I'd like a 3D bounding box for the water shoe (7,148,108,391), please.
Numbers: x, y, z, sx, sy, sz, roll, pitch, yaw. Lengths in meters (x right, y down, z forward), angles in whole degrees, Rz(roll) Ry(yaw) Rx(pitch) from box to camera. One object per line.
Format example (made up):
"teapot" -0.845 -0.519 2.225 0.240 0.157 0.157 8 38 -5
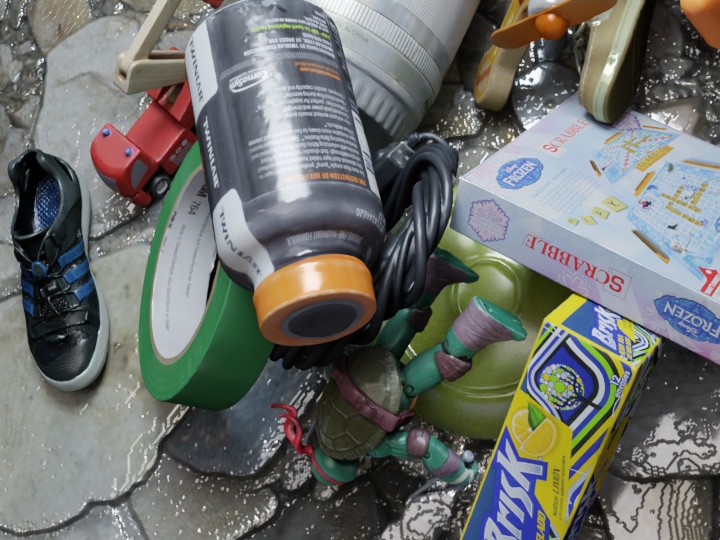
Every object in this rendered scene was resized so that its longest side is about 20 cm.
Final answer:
"water shoe" -0.260 -0.001 0.890 0.070 0.079 0.203 -17 70 11

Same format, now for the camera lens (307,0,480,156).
"camera lens" 0.007 -0.210 0.830 0.158 0.160 0.202 23 81 21

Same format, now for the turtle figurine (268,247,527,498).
"turtle figurine" 0.022 0.089 0.749 0.150 0.100 0.201 44 109 26

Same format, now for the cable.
"cable" 0.000 0.000 0.740 0.200 0.051 0.164 -46 24 20

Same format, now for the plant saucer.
"plant saucer" 0.096 0.022 0.805 0.196 0.031 0.204 -5 73 16

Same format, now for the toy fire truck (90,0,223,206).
"toy fire truck" -0.156 -0.157 0.873 0.049 0.141 0.201 38 87 23

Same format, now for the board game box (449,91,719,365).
"board game box" 0.191 -0.039 0.721 0.198 0.199 0.042 29 128 22

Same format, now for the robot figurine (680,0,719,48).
"robot figurine" 0.262 -0.239 0.744 0.144 0.198 0.117 -48 37 20

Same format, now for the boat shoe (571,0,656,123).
"boat shoe" 0.183 -0.194 0.806 0.062 0.074 0.203 9 61 19

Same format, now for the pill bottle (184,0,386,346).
"pill bottle" -0.044 -0.058 0.664 0.105 0.106 0.203 -18 64 10

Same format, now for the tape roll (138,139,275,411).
"tape roll" -0.108 -0.001 0.795 0.047 0.200 0.204 13 61 -26

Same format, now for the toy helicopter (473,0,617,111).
"toy helicopter" 0.128 -0.191 0.783 0.078 0.201 0.134 9 47 -13

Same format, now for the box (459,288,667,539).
"box" 0.124 0.117 0.690 0.064 0.070 0.203 28 121 22
